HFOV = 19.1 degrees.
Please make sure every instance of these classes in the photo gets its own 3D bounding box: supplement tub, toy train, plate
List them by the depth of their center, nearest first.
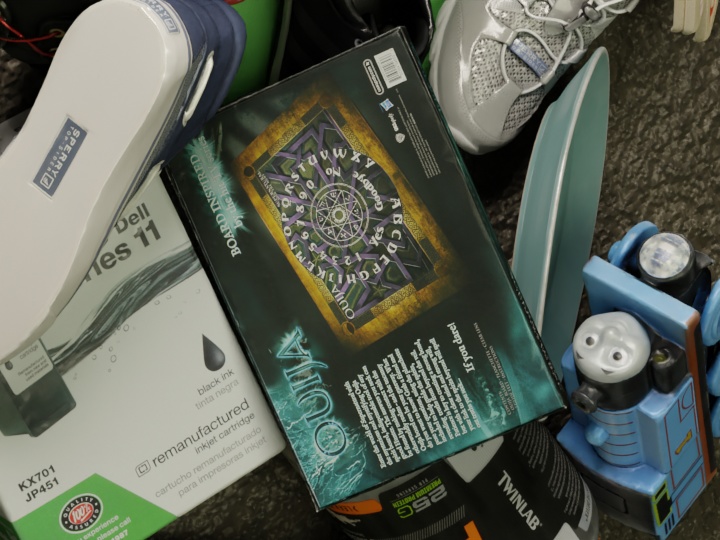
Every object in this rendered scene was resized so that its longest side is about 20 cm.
[{"bbox_3d":[0.103,-0.021,1.134,0.025,0.200,0.201,10,101,12],"label":"plate"},{"bbox_3d":[0.049,0.116,1.153,0.123,0.122,0.200,-43,117,-11],"label":"supplement tub"},{"bbox_3d":[0.161,0.061,1.183,0.114,0.087,0.200,-52,152,-20],"label":"toy train"}]

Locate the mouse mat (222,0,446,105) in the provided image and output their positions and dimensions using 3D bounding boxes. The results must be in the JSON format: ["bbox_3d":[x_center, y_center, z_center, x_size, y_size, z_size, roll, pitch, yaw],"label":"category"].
[{"bbox_3d":[-0.008,-0.158,1.119,0.200,0.008,0.161,-35,117,-15],"label":"mouse mat"}]

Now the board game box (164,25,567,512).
[{"bbox_3d":[0.000,0.000,1.038,0.135,0.028,0.200,-23,93,9],"label":"board game box"}]

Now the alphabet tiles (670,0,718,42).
[{"bbox_3d":[0.189,-0.225,1.118,0.196,0.015,0.200,80,24,-54],"label":"alphabet tiles"}]

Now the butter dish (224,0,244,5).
[{"bbox_3d":[-0.066,-0.194,0.985,0.199,0.199,0.148,-12,123,-26],"label":"butter dish"}]

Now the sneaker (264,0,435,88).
[{"bbox_3d":[-0.003,-0.107,1.077,0.072,0.083,0.201,-13,116,-24],"label":"sneaker"}]

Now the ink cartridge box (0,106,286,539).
[{"bbox_3d":[-0.146,0.033,1.052,0.146,0.083,0.200,-32,114,-17],"label":"ink cartridge box"}]

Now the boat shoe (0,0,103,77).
[{"bbox_3d":[-0.135,-0.121,0.960,0.073,0.201,0.063,24,86,2],"label":"boat shoe"}]

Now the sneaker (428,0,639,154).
[{"bbox_3d":[0.106,-0.151,1.129,0.075,0.082,0.200,33,83,-33],"label":"sneaker"}]

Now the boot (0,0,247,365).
[{"bbox_3d":[-0.122,-0.038,0.960,0.200,0.073,0.090,-51,167,21],"label":"boot"}]
